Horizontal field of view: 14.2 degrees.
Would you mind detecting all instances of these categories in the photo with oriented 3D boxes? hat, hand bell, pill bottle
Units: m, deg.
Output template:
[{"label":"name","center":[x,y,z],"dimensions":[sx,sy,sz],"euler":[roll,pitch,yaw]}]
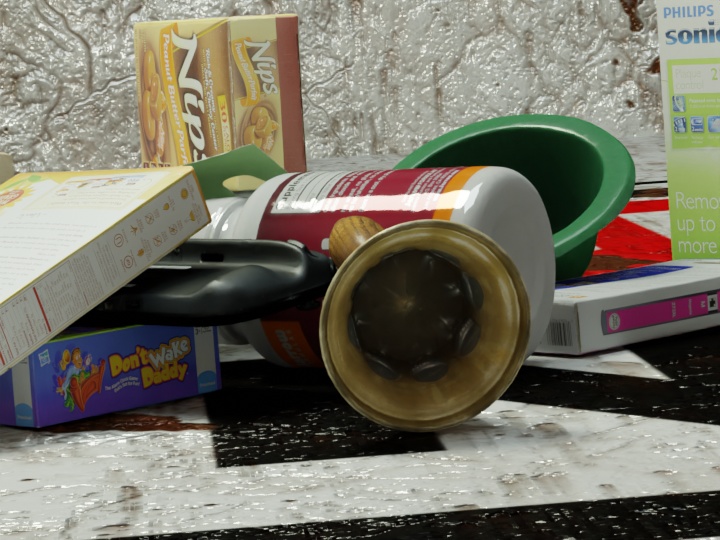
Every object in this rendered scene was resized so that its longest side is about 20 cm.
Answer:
[{"label":"hat","center":[0.107,0.013,1.815],"dimensions":[0.165,0.177,0.200],"euler":[18,44,37]},{"label":"hand bell","center":[0.011,0.004,1.463],"dimensions":[0.104,0.105,0.200],"euler":[-5,14,-11]},{"label":"pill bottle","center":[0.000,0.000,1.622],"dimensions":[0.199,0.114,0.113],"euler":[-1,6,31]}]

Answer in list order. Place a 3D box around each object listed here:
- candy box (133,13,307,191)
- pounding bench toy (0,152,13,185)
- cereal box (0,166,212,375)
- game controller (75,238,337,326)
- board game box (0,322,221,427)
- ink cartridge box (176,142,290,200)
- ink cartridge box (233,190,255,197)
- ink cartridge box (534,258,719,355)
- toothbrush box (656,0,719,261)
[{"label":"candy box","center":[-0.099,-0.117,1.989],"dimensions":[0.055,0.116,0.200],"euler":[-6,6,-22]},{"label":"pounding bench toy","center":[-0.335,-0.007,1.852],"dimensions":[0.199,0.125,0.156],"euler":[-8,7,-33]},{"label":"cereal box","center":[-0.193,0.005,1.519],"dimensions":[0.143,0.040,0.200],"euler":[1,28,41]},{"label":"game controller","center":[-0.110,0.010,1.563],"dimensions":[0.199,0.042,0.104],"euler":[1,22,41]},{"label":"board game box","center":[-0.194,0.049,1.589],"dimensions":[0.199,0.045,0.134],"euler":[2,8,43]},{"label":"ink cartridge box","center":[-0.129,-0.011,1.733],"dimensions":[0.199,0.048,0.146],"euler":[-13,-19,15]},{"label":"ink cartridge box","center":[-0.130,-0.015,1.999],"dimensions":[0.199,0.085,0.144],"euler":[-6,6,-37]},{"label":"ink cartridge box","center":[0.162,0.019,1.717],"dimensions":[0.199,0.037,0.094],"euler":[-12,9,-41]},{"label":"toothbrush box","center":[0.272,-0.080,1.811],"dimensions":[0.145,0.201,0.086],"euler":[2,8,42]}]
